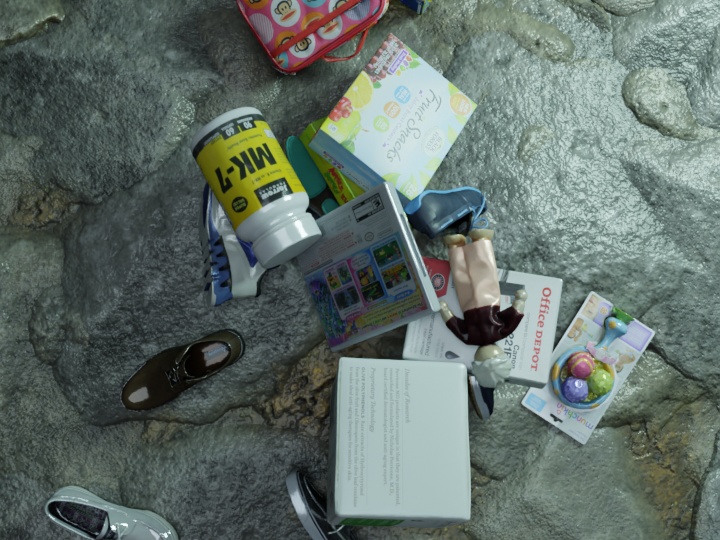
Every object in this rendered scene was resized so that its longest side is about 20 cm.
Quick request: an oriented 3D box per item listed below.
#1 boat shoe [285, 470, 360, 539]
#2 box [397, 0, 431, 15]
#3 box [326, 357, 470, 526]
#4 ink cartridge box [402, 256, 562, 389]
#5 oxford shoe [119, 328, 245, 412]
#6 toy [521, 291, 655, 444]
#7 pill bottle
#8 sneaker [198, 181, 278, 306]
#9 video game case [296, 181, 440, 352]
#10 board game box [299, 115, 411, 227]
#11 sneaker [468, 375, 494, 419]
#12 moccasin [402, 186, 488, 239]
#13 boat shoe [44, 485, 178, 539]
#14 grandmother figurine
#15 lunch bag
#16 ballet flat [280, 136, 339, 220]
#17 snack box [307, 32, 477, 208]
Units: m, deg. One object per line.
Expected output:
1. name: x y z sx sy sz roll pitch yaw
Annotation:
1. boat shoe: -0.037 0.370 1.128 0.068 0.074 0.200 -31 89 3
2. box: 0.027 -0.470 1.163 0.199 0.070 0.065 33 90 1
3. box: 0.044 0.237 1.044 0.169 0.199 0.202 2 69 -5
4. ink cartridge box: 0.169 0.072 1.074 0.198 0.084 0.146 9 80 10
5. oxford shoe: -0.267 0.144 1.132 0.199 0.084 0.073 -31 90 0
6. toy: 0.342 0.146 1.153 0.115 0.047 0.201 32 87 2
7. pill bottle: -0.142 -0.112 1.075 0.114 0.114 0.201 -30 83 -1
8. sneaker: -0.175 -0.043 1.148 0.114 0.081 0.202 1 72 -24
9. video game case: 0.000 0.000 1.074 0.199 0.024 0.184 -25 84 39
10. board game box: 0.007 -0.138 1.141 0.101 0.048 0.201 -30 88 -30
11. sneaker: 0.199 0.111 1.143 0.107 0.070 0.202 -11 85 1
12. moccasin: 0.126 -0.069 1.097 0.080 0.199 0.069 -43 73 34
13. boat shoe: -0.362 0.370 1.129 0.199 0.069 0.072 29 88 1
14. grandmother figurine: 0.160 0.050 1.010 0.120 0.060 0.202 -14 78 35
15. lunch bag: -0.063 -0.384 1.129 0.199 0.082 0.177 -28 105 18
16. ballet flat: -0.071 -0.100 1.151 0.073 0.073 0.201 -35 94 -2
17. snack box: 0.049 -0.208 1.111 0.168 0.068 0.201 38 67 -8
